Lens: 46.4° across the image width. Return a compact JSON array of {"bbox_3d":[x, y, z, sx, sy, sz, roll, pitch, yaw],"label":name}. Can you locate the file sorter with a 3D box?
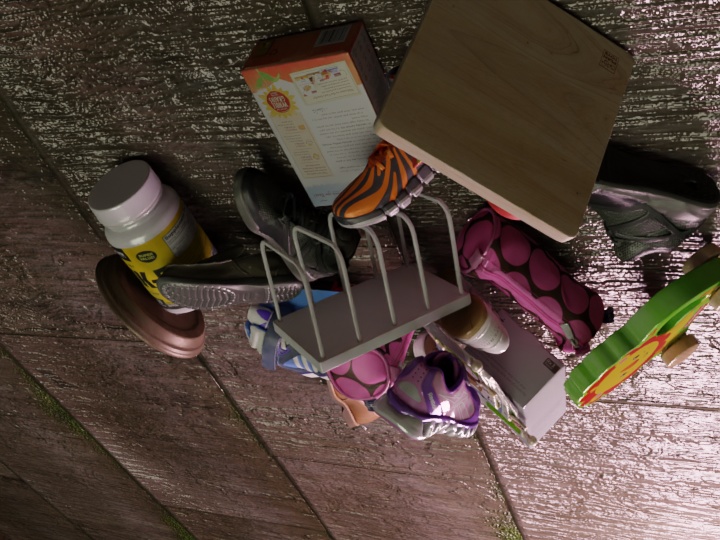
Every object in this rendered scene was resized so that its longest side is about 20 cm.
[{"bbox_3d":[0.000,0.000,0.959,0.138,0.197,0.127,28,137,58],"label":"file sorter"}]

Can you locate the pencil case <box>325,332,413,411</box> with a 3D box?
[{"bbox_3d":[0.023,0.081,1.039,0.092,0.201,0.092,-5,114,17],"label":"pencil case"}]

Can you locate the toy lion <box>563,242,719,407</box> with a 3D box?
[{"bbox_3d":[0.320,0.077,0.953,0.069,0.189,0.201,54,152,26],"label":"toy lion"}]

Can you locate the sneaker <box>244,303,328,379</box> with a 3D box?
[{"bbox_3d":[-0.092,0.093,1.202,0.145,0.082,0.199,31,155,-21],"label":"sneaker"}]

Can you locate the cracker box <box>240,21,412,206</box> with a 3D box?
[{"bbox_3d":[-0.027,-0.164,0.926,0.132,0.058,0.201,-2,137,27],"label":"cracker box"}]

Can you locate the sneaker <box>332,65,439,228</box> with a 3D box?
[{"bbox_3d":[0.036,-0.138,0.852,0.078,0.199,0.113,41,168,53],"label":"sneaker"}]

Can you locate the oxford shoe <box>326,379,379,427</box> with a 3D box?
[{"bbox_3d":[-0.012,0.183,1.363,0.070,0.072,0.201,-12,141,12],"label":"oxford shoe"}]

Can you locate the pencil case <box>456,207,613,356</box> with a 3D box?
[{"bbox_3d":[0.202,0.017,0.999,0.199,0.095,0.091,35,137,-17],"label":"pencil case"}]

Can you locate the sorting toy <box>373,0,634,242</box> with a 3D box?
[{"bbox_3d":[0.125,-0.151,0.762,0.198,0.201,0.070,28,159,-11],"label":"sorting toy"}]

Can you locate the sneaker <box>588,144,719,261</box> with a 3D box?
[{"bbox_3d":[0.261,-0.070,0.887,0.196,0.077,0.115,16,137,-2],"label":"sneaker"}]

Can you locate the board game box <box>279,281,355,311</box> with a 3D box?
[{"bbox_3d":[-0.027,0.060,1.230,0.197,0.039,0.159,4,145,31],"label":"board game box"}]

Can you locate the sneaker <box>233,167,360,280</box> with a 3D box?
[{"bbox_3d":[-0.071,-0.063,1.052,0.113,0.077,0.200,-9,137,32],"label":"sneaker"}]

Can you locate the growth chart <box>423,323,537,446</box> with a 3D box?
[{"bbox_3d":[0.136,0.128,1.032,0.144,0.018,0.201,37,169,49],"label":"growth chart"}]

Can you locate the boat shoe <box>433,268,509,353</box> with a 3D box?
[{"bbox_3d":[0.128,0.057,1.037,0.069,0.200,0.071,38,97,-18],"label":"boat shoe"}]

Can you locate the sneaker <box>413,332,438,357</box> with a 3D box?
[{"bbox_3d":[0.107,0.167,1.265,0.083,0.074,0.201,-6,137,28],"label":"sneaker"}]

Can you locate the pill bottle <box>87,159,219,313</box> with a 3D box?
[{"bbox_3d":[-0.278,-0.045,1.155,0.112,0.116,0.201,-2,138,28],"label":"pill bottle"}]

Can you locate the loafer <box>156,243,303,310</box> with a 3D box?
[{"bbox_3d":[-0.177,0.006,1.139,0.196,0.071,0.075,0,152,-20],"label":"loafer"}]

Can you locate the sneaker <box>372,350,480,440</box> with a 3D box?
[{"bbox_3d":[0.095,0.135,0.956,0.080,0.090,0.199,31,-171,29],"label":"sneaker"}]

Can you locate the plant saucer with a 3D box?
[{"bbox_3d":[-0.303,0.045,1.244,0.029,0.201,0.199,-44,115,13],"label":"plant saucer"}]

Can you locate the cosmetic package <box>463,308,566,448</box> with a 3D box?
[{"bbox_3d":[0.208,0.148,1.113,0.113,0.081,0.201,43,172,29],"label":"cosmetic package"}]
